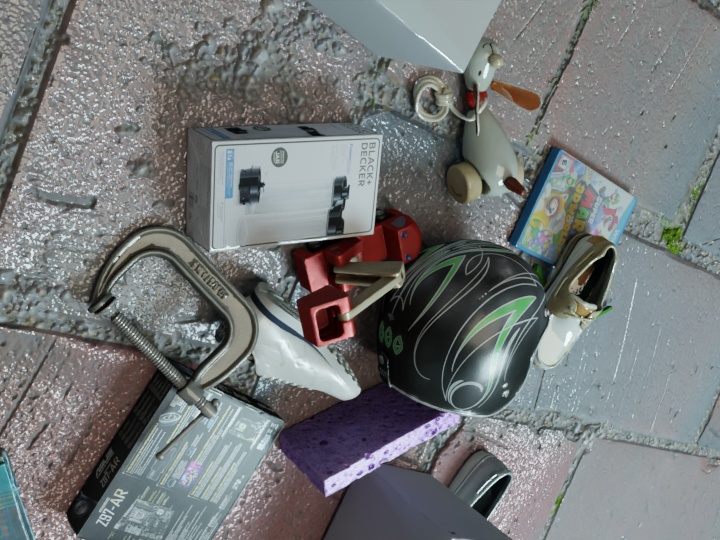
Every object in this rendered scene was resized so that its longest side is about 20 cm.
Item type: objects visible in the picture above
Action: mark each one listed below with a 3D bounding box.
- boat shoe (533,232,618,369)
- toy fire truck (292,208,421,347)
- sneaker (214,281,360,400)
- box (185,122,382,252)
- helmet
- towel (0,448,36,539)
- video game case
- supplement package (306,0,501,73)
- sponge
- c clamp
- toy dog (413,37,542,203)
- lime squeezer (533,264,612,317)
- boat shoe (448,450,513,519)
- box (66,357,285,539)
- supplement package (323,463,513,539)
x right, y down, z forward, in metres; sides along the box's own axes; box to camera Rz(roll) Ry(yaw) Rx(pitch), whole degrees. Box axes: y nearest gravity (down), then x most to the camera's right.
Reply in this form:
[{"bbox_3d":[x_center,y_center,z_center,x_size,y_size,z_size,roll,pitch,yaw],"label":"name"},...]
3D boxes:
[{"bbox_3d":[0.288,0.045,1.168,0.075,0.068,0.200,20,92,-20],"label":"boat shoe"},{"bbox_3d":[0.000,0.000,0.929,0.200,0.141,0.049,-25,121,-25],"label":"toy fire truck"},{"bbox_3d":[-0.077,0.096,0.968,0.080,0.076,0.200,-44,124,1],"label":"sneaker"},{"bbox_3d":[-0.077,-0.091,0.889,0.200,0.060,0.117,-7,113,-34],"label":"box"},{"bbox_3d":[0.121,0.056,1.013,0.200,0.200,0.191,10,106,-38],"label":"helmet"},{"bbox_3d":[-0.419,0.271,0.816,0.200,0.022,0.147,-21,119,-27],"label":"towel"},{"bbox_3d":[0.303,-0.071,1.198,0.200,0.018,0.143,21,94,-40],"label":"video game case"},{"bbox_3d":[0.055,-0.326,0.831,0.152,0.151,0.200,28,91,-40],"label":"supplement package"},{"bbox_3d":[0.012,0.191,1.035,0.200,0.111,0.030,-22,119,-27],"label":"sponge"},{"bbox_3d":[-0.194,0.064,0.855,0.171,0.027,0.200,-39,105,-12],"label":"c clamp"},{"bbox_3d":[0.158,-0.162,1.006,0.132,0.096,0.200,-39,126,-17],"label":"toy dog"},{"bbox_3d":[0.303,0.057,1.248,0.200,0.038,0.071,24,63,-39],"label":"lime squeezer"},{"bbox_3d":[0.149,0.358,1.226,0.070,0.071,0.201,35,87,-39],"label":"boat shoe"},{"bbox_3d":[-0.198,0.216,0.937,0.160,0.044,0.200,33,87,-39],"label":"box"},{"bbox_3d":[0.061,0.386,1.097,0.147,0.191,0.200,22,95,-40],"label":"supplement package"}]
